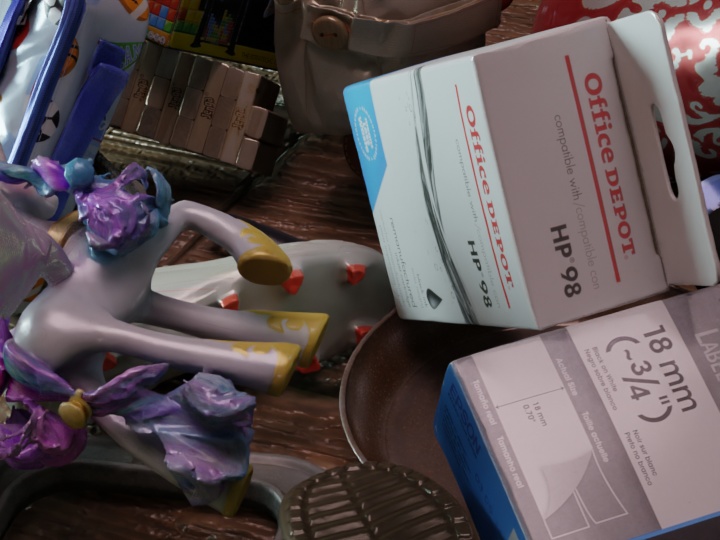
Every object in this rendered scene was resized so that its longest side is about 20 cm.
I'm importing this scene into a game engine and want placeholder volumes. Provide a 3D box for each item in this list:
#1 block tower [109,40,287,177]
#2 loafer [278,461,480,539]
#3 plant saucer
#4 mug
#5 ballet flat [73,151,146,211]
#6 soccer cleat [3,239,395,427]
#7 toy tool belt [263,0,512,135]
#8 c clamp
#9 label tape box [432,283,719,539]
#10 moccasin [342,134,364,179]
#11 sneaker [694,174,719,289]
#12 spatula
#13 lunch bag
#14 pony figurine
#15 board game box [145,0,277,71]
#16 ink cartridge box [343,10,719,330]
[{"bbox_3d":[-0.141,-0.108,1.084,0.199,0.054,0.058,18,1,10],"label":"block tower"},{"bbox_3d":[0.025,0.146,0.710,0.076,0.068,0.200,-13,34,-19],"label":"loafer"},{"bbox_3d":[0.090,0.065,0.857,0.199,0.032,0.201,-2,34,1],"label":"plant saucer"},{"bbox_3d":[0.215,-0.115,0.972,0.177,0.134,0.199,-11,4,-35],"label":"mug"},{"bbox_3d":[-0.156,-0.043,1.032,0.072,0.072,0.200,-26,40,-29],"label":"ballet flat"},{"bbox_3d":[-0.080,0.021,0.920,0.199,0.070,0.078,-17,32,-14],"label":"soccer cleat"},{"bbox_3d":[0.017,-0.166,1.034,0.124,0.124,0.200,-5,28,35],"label":"toy tool belt"},{"bbox_3d":[-0.087,0.123,0.797,0.199,0.027,0.171,8,35,17],"label":"c clamp"},{"bbox_3d":[0.147,0.082,0.750,0.199,0.063,0.145,-15,61,-14],"label":"label tape box"},{"bbox_3d":[0.061,-0.044,0.996,0.077,0.074,0.201,-26,39,-36],"label":"moccasin"},{"bbox_3d":[0.241,-0.007,0.915,0.199,0.070,0.078,-8,47,-28],"label":"sneaker"},{"bbox_3d":[0.000,0.000,0.980,0.199,0.021,0.057,15,48,30],"label":"spatula"},{"bbox_3d":[-0.196,-0.085,0.985,0.160,0.201,0.075,26,5,41],"label":"lunch bag"},{"bbox_3d":[-0.128,0.026,0.807,0.199,0.167,0.193,23,43,4],"label":"pony figurine"},{"bbox_3d":[-0.088,-0.165,1.132,0.165,0.057,0.199,28,14,38],"label":"board game box"},{"bbox_3d":[0.066,-0.040,0.809,0.066,0.117,0.200,-16,5,-19],"label":"ink cartridge box"}]
